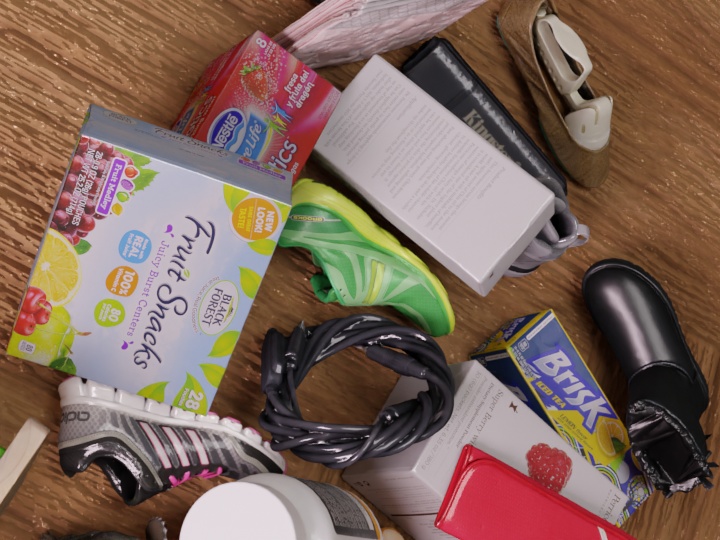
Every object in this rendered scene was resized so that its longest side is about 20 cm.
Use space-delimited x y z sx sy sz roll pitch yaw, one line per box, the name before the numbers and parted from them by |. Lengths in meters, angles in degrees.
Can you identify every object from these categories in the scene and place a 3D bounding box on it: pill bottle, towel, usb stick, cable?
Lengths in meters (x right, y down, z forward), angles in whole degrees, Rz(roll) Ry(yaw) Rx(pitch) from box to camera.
pill bottle | -0.061 0.219 1.498 0.200 0.116 0.117 30 59 -69
towel | 0.025 -0.217 1.639 0.200 0.191 0.032 -17 86 -33
usb stick | 0.115 -0.131 1.768 0.055 0.033 0.200 -42 107 3
cable | -0.002 0.103 1.569 0.163 0.200 0.051 4 119 -7

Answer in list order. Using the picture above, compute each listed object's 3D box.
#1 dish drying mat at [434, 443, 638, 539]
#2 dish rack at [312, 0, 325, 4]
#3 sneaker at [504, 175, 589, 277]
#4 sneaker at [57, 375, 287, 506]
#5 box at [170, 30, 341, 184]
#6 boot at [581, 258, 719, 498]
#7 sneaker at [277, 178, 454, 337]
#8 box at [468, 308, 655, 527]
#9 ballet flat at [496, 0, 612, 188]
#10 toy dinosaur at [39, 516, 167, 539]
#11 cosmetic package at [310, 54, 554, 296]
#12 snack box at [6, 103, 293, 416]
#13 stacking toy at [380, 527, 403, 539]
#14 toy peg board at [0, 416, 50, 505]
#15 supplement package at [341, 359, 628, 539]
dish drying mat | 0.154 0.222 1.602 0.200 0.018 0.077 31 71 -24
dish rack | -0.034 -0.300 1.618 0.153 0.200 0.055 48 72 -16
sneaker | 0.110 -0.062 1.709 0.200 0.115 0.075 29 67 -25
sneaker | -0.157 0.153 1.533 0.199 0.074 0.088 20 71 -22
box | -0.113 -0.085 1.584 0.095 0.100 0.200 35 65 -18
boot | 0.264 0.101 1.760 0.199 0.073 0.163 57 24 -16
sneaker | 0.000 0.000 1.668 0.200 0.074 0.084 39 89 -24
box | 0.188 0.138 1.753 0.070 0.064 0.200 -39 102 -31
ballet flat | 0.198 -0.173 1.809 0.068 0.072 0.200 -29 97 -35
toy dinosaur | -0.206 0.227 1.453 0.200 0.102 0.077 -3 74 -64
cosmetic package | 0.060 -0.081 1.642 0.200 0.071 0.101 40 85 12
snack box | -0.162 -0.006 1.470 0.168 0.200 0.068 19 27 -11
stacking toy | 0.010 0.306 1.603 0.116 0.110 0.200 32 54 -27
toy peg board | -0.327 0.191 1.360 0.098 0.200 0.199 33 65 -3
supplement package | 0.110 0.189 1.661 0.200 0.120 0.121 41 63 -19
